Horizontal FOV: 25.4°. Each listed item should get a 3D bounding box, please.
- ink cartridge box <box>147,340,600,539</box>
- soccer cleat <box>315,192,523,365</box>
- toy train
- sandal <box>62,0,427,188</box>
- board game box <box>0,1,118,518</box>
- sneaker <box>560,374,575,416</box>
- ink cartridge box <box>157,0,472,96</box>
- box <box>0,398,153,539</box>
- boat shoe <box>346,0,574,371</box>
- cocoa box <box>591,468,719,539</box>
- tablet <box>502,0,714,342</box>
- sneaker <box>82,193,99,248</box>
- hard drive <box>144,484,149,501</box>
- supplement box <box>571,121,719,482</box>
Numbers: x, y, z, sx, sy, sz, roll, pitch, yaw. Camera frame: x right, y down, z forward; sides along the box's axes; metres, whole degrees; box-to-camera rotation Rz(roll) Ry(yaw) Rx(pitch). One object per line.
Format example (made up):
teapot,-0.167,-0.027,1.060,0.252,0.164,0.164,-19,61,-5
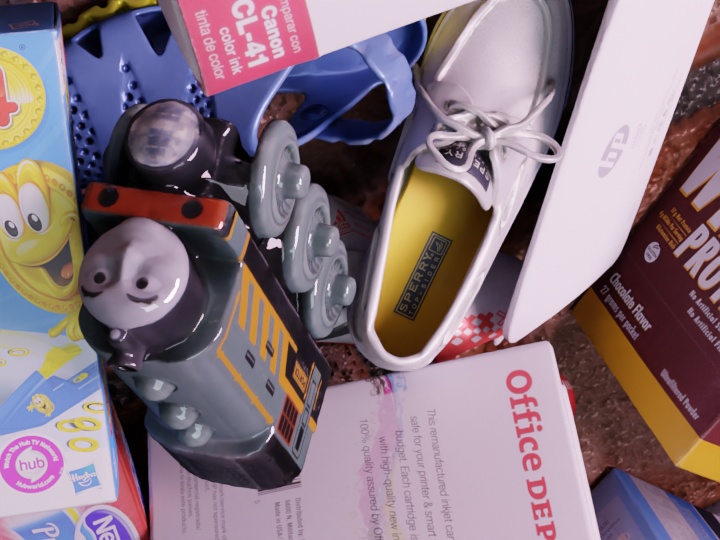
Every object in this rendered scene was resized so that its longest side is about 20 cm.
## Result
ink cartridge box,0.016,0.149,0.767,0.200,0.147,0.146,-12,141,5
soccer cleat,0.000,0.000,0.787,0.200,0.069,0.085,-1,130,-16
toy train,-0.058,0.014,0.652,0.085,0.114,0.200,8,158,14
sandal,-0.057,-0.079,0.692,0.200,0.087,0.080,-20,132,-5
board game box,-0.204,0.005,0.620,0.200,0.056,0.196,-7,111,-8
sneaker,0.077,0.132,0.927,0.085,0.077,0.200,-7,131,-43
ink cartridge box,0.006,-0.164,0.612,0.200,0.148,0.086,-19,130,-7
box,-0.152,0.115,0.766,0.095,0.100,0.200,-19,117,-8
boat shoe,0.045,-0.049,0.713,0.075,0.086,0.202,24,91,-3
cocoa box,0.160,0.249,0.993,0.131,0.133,0.200,28,111,-34
tablet,0.127,-0.066,0.774,0.130,0.014,0.200,-32,144,-49
sneaker,-0.192,-0.003,0.699,0.200,0.076,0.091,10,112,-17
hard drive,-0.107,0.176,0.897,0.200,0.033,0.140,-20,130,-7
supplement box,0.265,0.015,0.860,0.197,0.133,0.200,22,115,-33
